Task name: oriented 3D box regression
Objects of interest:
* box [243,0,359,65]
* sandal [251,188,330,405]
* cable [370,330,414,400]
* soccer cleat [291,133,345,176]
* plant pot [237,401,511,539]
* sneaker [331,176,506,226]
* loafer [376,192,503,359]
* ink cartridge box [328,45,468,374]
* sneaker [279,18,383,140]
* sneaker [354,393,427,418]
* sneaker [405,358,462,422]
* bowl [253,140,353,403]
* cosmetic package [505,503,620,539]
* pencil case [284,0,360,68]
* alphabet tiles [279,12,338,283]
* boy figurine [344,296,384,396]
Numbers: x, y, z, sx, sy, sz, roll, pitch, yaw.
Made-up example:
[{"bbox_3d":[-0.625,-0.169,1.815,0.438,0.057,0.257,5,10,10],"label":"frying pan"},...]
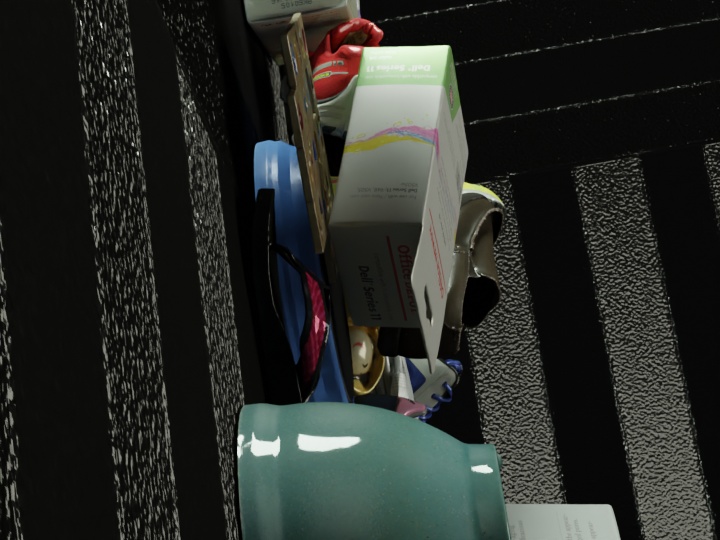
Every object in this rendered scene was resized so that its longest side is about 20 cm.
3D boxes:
[{"bbox_3d":[-0.046,-0.224,1.507,0.200,0.077,0.096,50,30,-84],"label":"box"},{"bbox_3d":[-0.036,0.049,1.178,0.075,0.045,0.202,49,32,-84],"label":"sandal"},{"bbox_3d":[0.002,0.063,1.654,0.200,0.069,0.202,70,10,-77],"label":"cable"},{"bbox_3d":[0.023,-0.068,1.667,0.069,0.199,0.085,-55,162,0],"label":"soccer cleat"},{"bbox_3d":[0.018,0.161,1.024,0.200,0.133,0.202,-9,90,-88],"label":"plant pot"},{"bbox_3d":[0.031,-0.055,1.590,0.091,0.198,0.079,55,-47,42],"label":"sneaker"},{"bbox_3d":[0.075,0.012,1.482,0.200,0.071,0.073,-56,161,-49],"label":"loafer"},{"bbox_3d":[0.025,-0.041,1.317,0.118,0.067,0.201,76,19,-51],"label":"ink cartridge box"},{"bbox_3d":[-0.010,-0.150,1.467,0.200,0.076,0.086,-123,-127,-74],"label":"sneaker"},{"bbox_3d":[0.024,0.196,1.503,0.070,0.081,0.202,51,33,-88],"label":"sneaker"},{"bbox_3d":[0.042,0.128,1.774,0.081,0.114,0.202,49,32,-83],"label":"sneaker"},{"bbox_3d":[-0.037,0.007,1.347,0.201,0.039,0.203,-9,90,-87],"label":"bowl"},{"bbox_3d":[0.118,0.308,1.618,0.166,0.198,0.166,-96,-172,-56],"label":"cosmetic package"},{"bbox_3d":[-0.028,-0.202,1.708,0.086,0.083,0.201,-57,151,-34],"label":"pencil case"},{"bbox_3d":[-0.032,-0.079,1.281,0.200,0.007,0.169,-82,163,-78],"label":"alphabet tiles"},{"bbox_3d":[0.000,0.000,1.487,0.064,0.124,0.202,21,-83,46],"label":"boy figurine"}]
